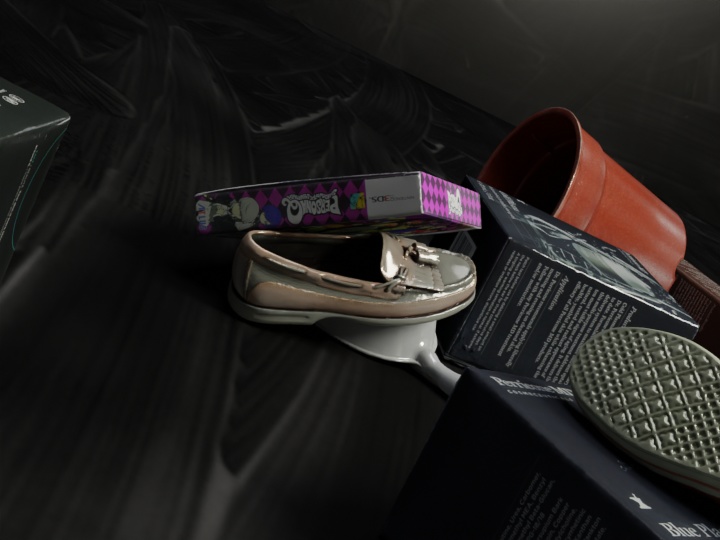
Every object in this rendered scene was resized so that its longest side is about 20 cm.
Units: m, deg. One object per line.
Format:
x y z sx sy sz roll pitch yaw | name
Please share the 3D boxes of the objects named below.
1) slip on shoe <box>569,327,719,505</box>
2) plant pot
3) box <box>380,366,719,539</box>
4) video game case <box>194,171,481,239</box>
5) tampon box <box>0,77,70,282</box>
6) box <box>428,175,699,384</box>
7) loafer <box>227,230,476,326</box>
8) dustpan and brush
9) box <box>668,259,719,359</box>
0.195 0.095 0.702 0.199 0.074 0.061 29 -20 32 | slip on shoe
0.248 -0.046 1.499 0.194 0.202 0.201 30 12 -24 | plant pot
0.154 0.162 0.741 0.195 0.119 0.200 13 19 -43 | box
-0.011 -0.046 1.058 0.179 0.036 0.200 -5 -3 17 | video game case
-0.272 -0.048 0.634 0.198 0.151 0.126 27 14 1 | tampon box
0.169 0.029 1.210 0.195 0.125 0.200 25 15 -15 | box
0.000 0.000 0.997 0.197 0.063 0.072 -3 37 -19 | loafer
0.033 0.048 1.060 0.199 0.058 0.139 29 25 33 | dustpan and brush
0.375 0.061 1.500 0.074 0.101 0.200 19 17 -27 | box
